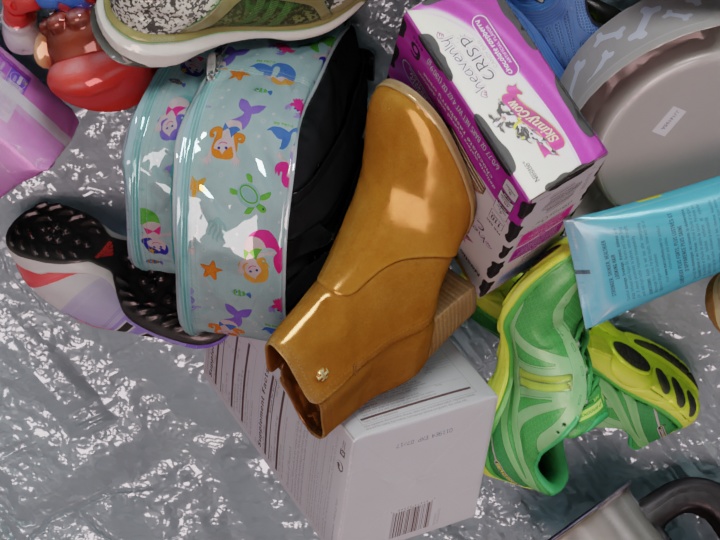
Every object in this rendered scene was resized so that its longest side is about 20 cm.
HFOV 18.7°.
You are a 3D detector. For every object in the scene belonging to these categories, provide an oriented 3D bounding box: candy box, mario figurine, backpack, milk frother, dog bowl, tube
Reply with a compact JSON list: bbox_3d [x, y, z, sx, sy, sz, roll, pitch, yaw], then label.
[{"bbox_3d":[0.073,-0.078,1.339,0.061,0.137,0.200,-30,168,-12],"label":"candy box"},{"bbox_3d":[-0.182,-0.196,1.390,0.106,0.123,0.201,-32,118,-21],"label":"mario figurine"},{"bbox_3d":[-0.071,-0.056,1.388,0.149,0.201,0.179,5,128,3],"label":"backpack"},{"bbox_3d":[0.215,0.265,1.647,0.189,0.180,0.200,55,154,8],"label":"milk frother"},{"bbox_3d":[0.210,-0.095,1.380,0.198,0.059,0.201,-9,135,-9],"label":"dog bowl"},{"bbox_3d":[0.224,-0.029,1.354,0.198,0.050,0.078,-20,113,-8],"label":"tube"}]

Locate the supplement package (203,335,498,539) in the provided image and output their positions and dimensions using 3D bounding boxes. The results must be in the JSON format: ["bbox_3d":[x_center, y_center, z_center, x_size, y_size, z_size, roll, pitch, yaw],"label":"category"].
[{"bbox_3d":[-0.011,0.076,1.466,0.113,0.200,0.110,-14,133,-26],"label":"supplement package"}]

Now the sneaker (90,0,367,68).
[{"bbox_3d":[-0.064,-0.183,1.319,0.199,0.077,0.089,-21,161,-19],"label":"sneaker"}]

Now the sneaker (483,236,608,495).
[{"bbox_3d":[0.129,0.061,1.416,0.083,0.074,0.201,29,131,22],"label":"sneaker"}]

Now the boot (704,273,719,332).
[{"bbox_3d":[0.352,0.030,1.466,0.199,0.073,0.155,33,137,-10],"label":"boot"}]

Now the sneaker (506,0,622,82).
[{"bbox_3d":[0.096,-0.198,1.348,0.089,0.079,0.200,-33,125,19],"label":"sneaker"}]

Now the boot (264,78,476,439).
[{"bbox_3d":[0.000,0.000,1.304,0.071,0.144,0.202,30,147,39],"label":"boot"}]

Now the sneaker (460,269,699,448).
[{"bbox_3d":[0.144,0.067,1.524,0.199,0.074,0.084,33,120,-18],"label":"sneaker"}]

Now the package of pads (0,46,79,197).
[{"bbox_3d":[-0.296,-0.121,1.436,0.200,0.076,0.120,42,132,-21],"label":"package of pads"}]

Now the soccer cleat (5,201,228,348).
[{"bbox_3d":[-0.157,0.015,1.501,0.199,0.068,0.074,21,146,32],"label":"soccer cleat"}]
